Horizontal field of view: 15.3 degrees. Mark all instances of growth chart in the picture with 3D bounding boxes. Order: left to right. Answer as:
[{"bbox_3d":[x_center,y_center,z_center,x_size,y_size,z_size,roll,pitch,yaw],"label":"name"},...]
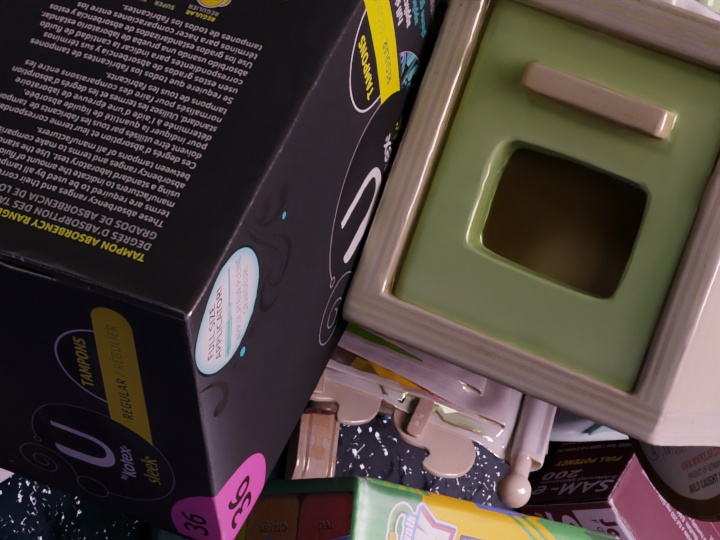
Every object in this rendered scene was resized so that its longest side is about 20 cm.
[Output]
[{"bbox_3d":[0.000,0.000,1.066,0.199,0.018,0.145,32,50,-3],"label":"growth chart"}]

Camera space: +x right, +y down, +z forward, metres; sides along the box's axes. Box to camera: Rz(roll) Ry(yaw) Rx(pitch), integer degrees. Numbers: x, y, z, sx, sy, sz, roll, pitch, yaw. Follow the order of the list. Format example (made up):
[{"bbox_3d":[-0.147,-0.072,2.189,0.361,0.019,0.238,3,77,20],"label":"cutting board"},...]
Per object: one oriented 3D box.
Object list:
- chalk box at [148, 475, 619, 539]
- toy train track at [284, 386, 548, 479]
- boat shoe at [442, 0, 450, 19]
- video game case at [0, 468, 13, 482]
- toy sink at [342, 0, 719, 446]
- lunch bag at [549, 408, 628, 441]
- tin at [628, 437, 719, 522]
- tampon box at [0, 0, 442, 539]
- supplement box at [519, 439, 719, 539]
[{"bbox_3d":[-0.010,0.149,1.044,0.199,0.124,0.125,19,72,-44],"label":"chalk box"},{"bbox_3d":[0.021,0.050,1.152,0.199,0.032,0.115,18,73,-44],"label":"toy train track"},{"bbox_3d":[0.041,-0.140,1.049,0.062,0.075,0.201,22,100,-34],"label":"boat shoe"},{"bbox_3d":[-0.155,0.010,0.989,0.200,0.018,0.144,-33,108,-43],"label":"video game case"},{"bbox_3d":[0.096,-0.052,0.976,0.112,0.130,0.201,10,101,-68],"label":"toy sink"},{"bbox_3d":[0.137,-0.003,1.193,0.199,0.077,0.161,-4,67,-29],"label":"lunch bag"},{"bbox_3d":[0.128,0.002,1.073,0.042,0.112,0.201,-10,78,-25],"label":"tin"},{"bbox_3d":[-0.065,-0.035,0.944,0.150,0.126,0.201,84,28,-55],"label":"tampon box"},{"bbox_3d":[0.164,0.077,1.274,0.109,0.061,0.200,55,50,-24],"label":"supplement box"}]
